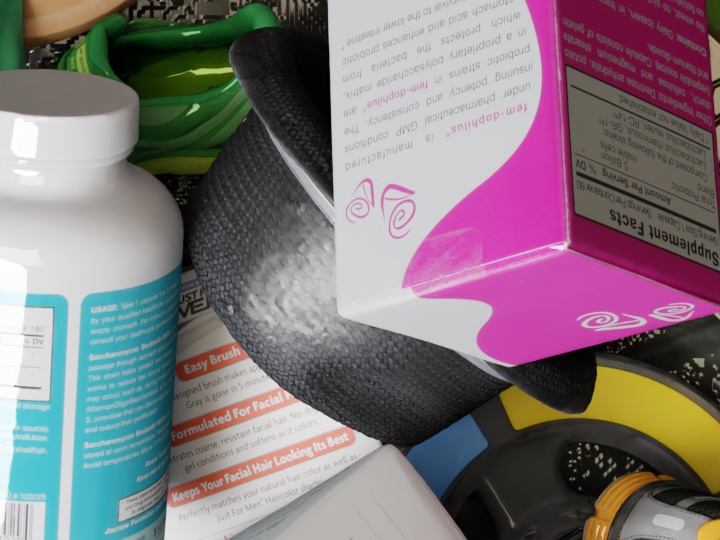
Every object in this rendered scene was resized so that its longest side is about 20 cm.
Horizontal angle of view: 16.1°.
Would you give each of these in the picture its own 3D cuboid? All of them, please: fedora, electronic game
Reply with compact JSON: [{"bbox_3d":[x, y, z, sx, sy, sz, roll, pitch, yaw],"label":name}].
[{"bbox_3d":[0.000,0.000,1.016,0.092,0.201,0.201,-42,87,16],"label":"fedora"},{"bbox_3d":[0.090,0.133,1.068,0.199,0.042,0.201,1,86,-14],"label":"electronic game"}]

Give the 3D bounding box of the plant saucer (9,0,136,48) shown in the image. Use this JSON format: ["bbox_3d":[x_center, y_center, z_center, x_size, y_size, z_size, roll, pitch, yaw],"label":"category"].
[{"bbox_3d":[-0.158,-0.193,1.079,0.200,0.032,0.201,2,79,-11],"label":"plant saucer"}]

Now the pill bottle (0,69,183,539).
[{"bbox_3d":[-0.126,0.026,1.001,0.110,0.111,0.201,9,109,11],"label":"pill bottle"}]

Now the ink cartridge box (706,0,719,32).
[{"bbox_3d":[0.202,-0.123,0.995,0.200,0.076,0.148,43,65,2],"label":"ink cartridge box"}]

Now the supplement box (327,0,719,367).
[{"bbox_3d":[0.056,-0.079,0.900,0.101,0.103,0.201,-16,66,38],"label":"supplement box"}]

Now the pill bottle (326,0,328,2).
[{"bbox_3d":[0.078,-0.088,1.045,0.112,0.112,0.200,-41,87,13],"label":"pill bottle"}]

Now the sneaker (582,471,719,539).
[{"bbox_3d":[0.182,0.153,1.039,0.200,0.077,0.078,32,76,-18],"label":"sneaker"}]

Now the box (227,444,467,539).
[{"bbox_3d":[-0.020,0.205,0.982,0.200,0.131,0.199,53,138,-2],"label":"box"}]

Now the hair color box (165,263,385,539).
[{"bbox_3d":[-0.034,0.090,1.113,0.111,0.064,0.201,-20,93,12],"label":"hair color box"}]

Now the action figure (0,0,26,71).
[{"bbox_3d":[-0.181,-0.042,1.034,0.055,0.118,0.201,19,112,42],"label":"action figure"}]

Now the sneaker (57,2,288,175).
[{"bbox_3d":[-0.116,-0.071,1.093,0.199,0.084,0.074,-18,50,4],"label":"sneaker"}]

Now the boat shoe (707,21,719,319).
[{"bbox_3d":[0.149,-0.019,0.977,0.073,0.063,0.201,-39,95,8],"label":"boat shoe"}]
